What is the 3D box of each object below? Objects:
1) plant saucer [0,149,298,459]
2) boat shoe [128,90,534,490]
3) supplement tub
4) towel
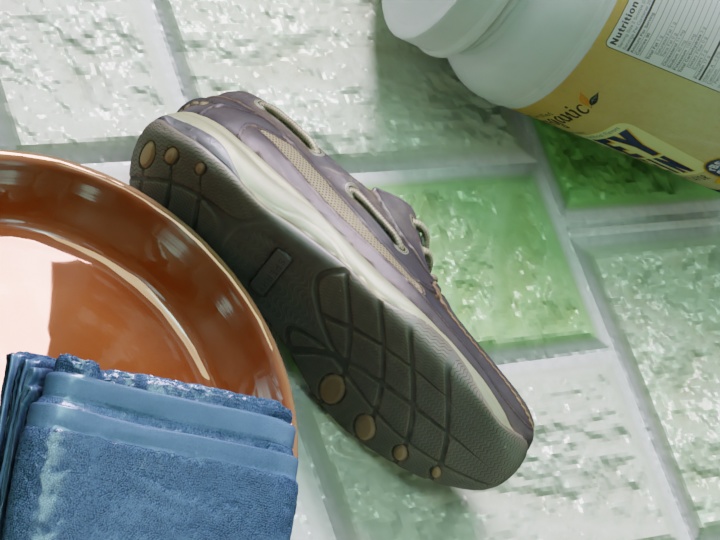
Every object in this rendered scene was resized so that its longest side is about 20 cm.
[{"bbox_3d":[-0.117,0.049,0.913,0.200,0.032,0.201,17,54,-25],"label":"plant saucer"},{"bbox_3d":[0.000,0.000,0.993,0.200,0.074,0.073,46,48,-2],"label":"boat shoe"},{"bbox_3d":[0.124,-0.126,1.106,0.200,0.144,0.145,20,53,-22],"label":"supplement tub"},{"bbox_3d":[-0.082,0.133,0.836,0.111,0.049,0.201,16,74,-29],"label":"towel"}]
